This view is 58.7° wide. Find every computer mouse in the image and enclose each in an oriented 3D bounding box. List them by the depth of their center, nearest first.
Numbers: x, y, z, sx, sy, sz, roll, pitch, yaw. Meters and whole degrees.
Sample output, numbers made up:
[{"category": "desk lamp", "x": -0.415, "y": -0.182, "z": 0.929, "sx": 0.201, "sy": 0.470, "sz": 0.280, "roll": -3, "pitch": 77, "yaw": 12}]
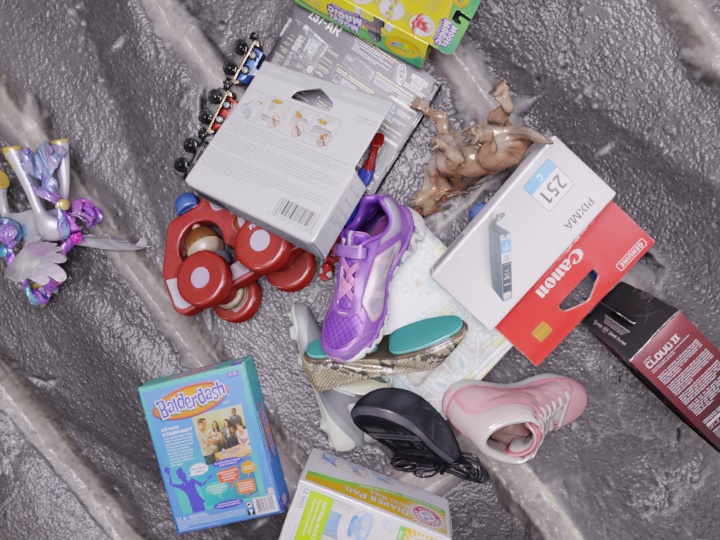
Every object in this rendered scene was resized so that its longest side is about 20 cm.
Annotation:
[{"category": "computer mouse", "x": 0.060, "y": 0.186, "z": 0.752, "sx": 0.136, "sy": 0.200, "sz": 0.053, "roll": -3, "pitch": 53, "yaw": 36}]

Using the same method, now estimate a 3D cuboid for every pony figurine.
[{"category": "pony figurine", "x": -0.381, "y": -0.054, "z": 0.794, "sx": 0.190, "sy": 0.165, "sz": 0.204, "roll": -3, "pitch": 101, "yaw": 38}]

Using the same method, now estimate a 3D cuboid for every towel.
[{"category": "towel", "x": 0.079, "y": 0.065, "z": 0.782, "sx": 0.200, "sy": 0.048, "sz": 0.171, "roll": 44, "pitch": 95, "yaw": 0}]

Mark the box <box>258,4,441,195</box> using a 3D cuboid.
[{"category": "box", "x": -0.024, "y": -0.211, "z": 0.782, "sx": 0.198, "sy": 0.044, "sz": 0.162, "roll": 33, "pitch": 98, "yaw": 1}]

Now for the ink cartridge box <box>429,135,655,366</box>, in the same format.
[{"category": "ink cartridge box", "x": 0.205, "y": -0.013, "z": 0.710, "sx": 0.176, "sy": 0.045, "sz": 0.201, "roll": 40, "pitch": 100, "yaw": -5}]

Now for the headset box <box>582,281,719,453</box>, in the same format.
[{"category": "headset box", "x": 0.349, "y": 0.103, "z": 0.718, "sx": 0.200, "sy": 0.149, "sz": 0.075, "roll": 43, "pitch": 98, "yaw": -8}]

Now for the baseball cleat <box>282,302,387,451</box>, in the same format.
[{"category": "baseball cleat", "x": -0.023, "y": 0.126, "z": 0.811, "sx": 0.104, "sy": 0.070, "sz": 0.203, "roll": -17, "pitch": 104, "yaw": 4}]

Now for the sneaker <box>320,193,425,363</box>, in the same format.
[{"category": "sneaker", "x": 0.000, "y": 0.000, "z": 0.709, "sx": 0.079, "sy": 0.088, "sz": 0.203, "roll": 13, "pitch": 72, "yaw": 33}]

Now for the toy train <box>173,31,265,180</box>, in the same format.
[{"category": "toy train", "x": -0.172, "y": -0.201, "z": 0.802, "sx": 0.045, "sy": 0.034, "sz": 0.202, "roll": 29, "pitch": 98, "yaw": -2}]

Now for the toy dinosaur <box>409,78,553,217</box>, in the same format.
[{"category": "toy dinosaur", "x": 0.134, "y": -0.131, "z": 0.724, "sx": 0.197, "sy": 0.135, "sz": 0.087, "roll": -5, "pitch": 59, "yaw": 36}]

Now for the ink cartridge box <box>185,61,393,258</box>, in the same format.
[{"category": "ink cartridge box", "x": -0.077, "y": -0.130, "z": 0.715, "sx": 0.198, "sy": 0.044, "sz": 0.175, "roll": 25, "pitch": 78, "yaw": 29}]

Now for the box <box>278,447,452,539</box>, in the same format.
[{"category": "box", "x": 0.006, "y": 0.325, "z": 0.805, "sx": 0.197, "sy": 0.101, "sz": 0.114, "roll": 21, "pitch": 98, "yaw": 3}]

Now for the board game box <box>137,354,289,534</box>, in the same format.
[{"category": "board game box", "x": -0.191, "y": 0.229, "z": 0.842, "sx": 0.149, "sy": 0.045, "sz": 0.204, "roll": -13, "pitch": 95, "yaw": 7}]

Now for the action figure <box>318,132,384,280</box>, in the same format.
[{"category": "action figure", "x": -0.023, "y": -0.071, "z": 0.767, "sx": 0.064, "sy": 0.052, "sz": 0.203, "roll": 19, "pitch": 125, "yaw": 5}]

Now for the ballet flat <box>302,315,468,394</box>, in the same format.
[{"category": "ballet flat", "x": 0.032, "y": 0.104, "z": 0.740, "sx": 0.196, "sy": 0.068, "sz": 0.076, "roll": -12, "pitch": 114, "yaw": 11}]

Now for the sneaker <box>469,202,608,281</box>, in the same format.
[{"category": "sneaker", "x": 0.223, "y": -0.029, "z": 0.762, "sx": 0.196, "sy": 0.075, "sz": 0.090, "roll": 12, "pitch": 97, "yaw": 5}]

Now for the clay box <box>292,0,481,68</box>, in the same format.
[{"category": "clay box", "x": 0.033, "y": -0.318, "z": 0.740, "sx": 0.198, "sy": 0.048, "sz": 0.116, "roll": 29, "pitch": 67, "yaw": 1}]

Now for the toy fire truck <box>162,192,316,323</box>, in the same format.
[{"category": "toy fire truck", "x": -0.157, "y": -0.041, "z": 0.792, "sx": 0.198, "sy": 0.112, "sz": 0.170, "roll": -28, "pitch": 69, "yaw": 7}]

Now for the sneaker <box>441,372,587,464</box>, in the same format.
[{"category": "sneaker", "x": 0.200, "y": 0.176, "z": 0.742, "sx": 0.196, "sy": 0.105, "sz": 0.077, "roll": 3, "pitch": 109, "yaw": -22}]
